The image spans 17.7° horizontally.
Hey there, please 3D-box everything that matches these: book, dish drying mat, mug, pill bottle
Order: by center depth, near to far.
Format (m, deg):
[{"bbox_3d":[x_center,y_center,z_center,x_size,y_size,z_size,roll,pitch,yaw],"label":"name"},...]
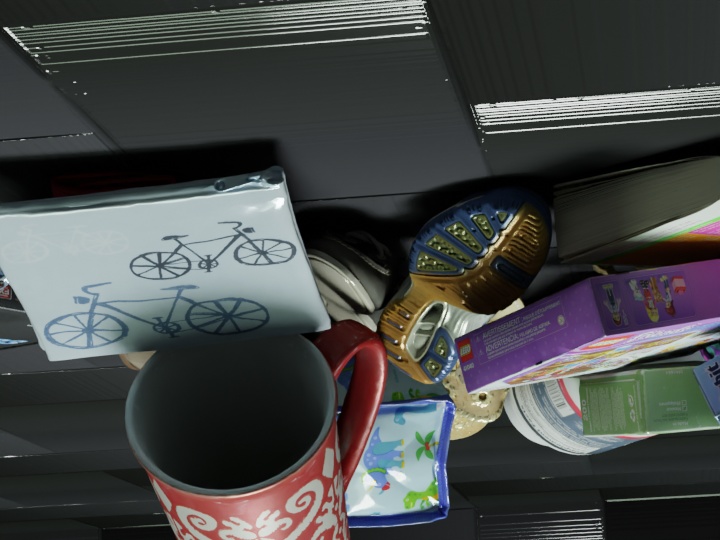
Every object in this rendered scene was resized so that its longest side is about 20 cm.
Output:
[{"bbox_3d":[-0.137,-0.003,1.416,0.076,0.018,0.200,-3,152,1],"label":"dish drying mat"},{"bbox_3d":[0.234,-0.033,1.430,0.199,0.048,0.133,6,166,-44],"label":"book"},{"bbox_3d":[-0.049,0.138,1.507,0.176,0.134,0.201,-18,141,-6],"label":"mug"},{"bbox_3d":[0.182,0.080,1.797,0.119,0.121,0.200,0,170,-14],"label":"pill bottle"}]

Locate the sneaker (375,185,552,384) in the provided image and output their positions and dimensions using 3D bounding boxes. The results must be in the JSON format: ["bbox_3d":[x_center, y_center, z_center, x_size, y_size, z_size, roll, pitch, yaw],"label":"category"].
[{"bbox_3d":[0.073,-0.010,1.483,0.075,0.088,0.200,40,144,0],"label":"sneaker"}]

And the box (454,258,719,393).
[{"bbox_3d":[0.177,0.030,1.449,0.199,0.039,0.137,-7,168,-38],"label":"box"}]

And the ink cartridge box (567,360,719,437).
[{"bbox_3d":[0.215,0.086,1.593,0.144,0.048,0.200,-4,176,-19],"label":"ink cartridge box"}]

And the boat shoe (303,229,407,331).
[{"bbox_3d":[0.000,0.000,1.552,0.067,0.057,0.200,32,171,13],"label":"boat shoe"}]

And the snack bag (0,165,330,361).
[{"bbox_3d":[-0.123,-0.003,1.376,0.187,0.022,0.200,-6,152,5],"label":"snack bag"}]

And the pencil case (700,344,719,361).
[{"bbox_3d":[0.349,0.039,1.713,0.199,0.085,0.093,3,125,-26],"label":"pencil case"}]

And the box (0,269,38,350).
[{"bbox_3d":[-0.301,0.023,1.589,0.197,0.050,0.199,-9,168,33],"label":"box"}]

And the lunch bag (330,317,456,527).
[{"bbox_3d":[-0.046,0.100,1.685,0.198,0.128,0.170,-5,-154,-11],"label":"lunch bag"}]

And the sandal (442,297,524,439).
[{"bbox_3d":[0.092,0.091,1.777,0.077,0.070,0.212,-7,148,-10],"label":"sandal"}]

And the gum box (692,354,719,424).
[{"bbox_3d":[0.332,0.072,1.471,0.199,0.045,0.170,-29,137,10],"label":"gum box"}]

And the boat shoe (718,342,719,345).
[{"bbox_3d":[0.327,0.014,1.508,0.200,0.072,0.060,-27,139,31],"label":"boat shoe"}]

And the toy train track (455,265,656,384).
[{"bbox_3d":[0.145,0.016,1.550,0.199,0.033,0.115,-28,171,-20],"label":"toy train track"}]

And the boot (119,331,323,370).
[{"bbox_3d":[-0.093,0.037,1.578,0.145,0.071,0.200,11,162,15],"label":"boot"}]
